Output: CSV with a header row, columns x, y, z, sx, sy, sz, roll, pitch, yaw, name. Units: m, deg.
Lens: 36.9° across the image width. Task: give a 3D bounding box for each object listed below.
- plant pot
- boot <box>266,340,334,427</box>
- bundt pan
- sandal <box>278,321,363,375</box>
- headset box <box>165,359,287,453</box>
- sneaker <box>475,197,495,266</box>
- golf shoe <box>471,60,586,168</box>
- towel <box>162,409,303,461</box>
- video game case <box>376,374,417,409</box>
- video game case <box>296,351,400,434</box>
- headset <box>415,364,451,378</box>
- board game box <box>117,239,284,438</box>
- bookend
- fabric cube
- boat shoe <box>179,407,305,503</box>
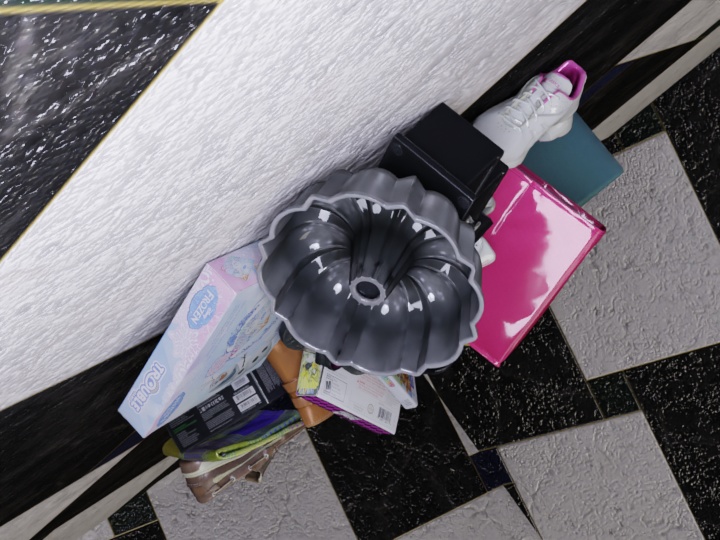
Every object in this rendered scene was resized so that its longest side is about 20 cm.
x,y,z,sx,sy,sz,roll,pitch,yaw,name
0.243,-0.117,1.554,0.199,0.142,0.141,-38,176,-28,plant pot
-0.087,0.109,1.263,0.076,0.157,0.200,-12,-178,23,boot
0.014,-0.006,0.928,0.202,0.201,0.076,-41,-162,41,bundt pan
-0.015,0.079,1.162,0.075,0.048,0.200,-43,149,11,sandal
-0.141,0.130,1.397,0.173,0.093,0.199,-32,178,34,headset box
0.096,-0.012,1.189,0.078,0.098,0.202,60,48,-73,sneaker
0.185,-0.178,1.204,0.199,0.075,0.092,-35,160,-43,golf shoe
-0.172,0.216,1.436,0.142,0.023,0.199,-21,-174,-30,towel
0.016,0.048,1.162,0.018,0.145,0.200,-15,148,15,video game case
-0.001,0.088,1.305,0.035,0.184,0.200,-1,161,30,video game case
0.115,0.089,1.470,0.199,0.094,0.125,-22,137,-37,headset
-0.120,0.049,1.042,0.201,0.043,0.199,-54,167,31,board game box
0.084,-0.080,1.047,0.200,0.092,0.199,-44,168,-41,bookend
0.166,-0.029,1.337,0.200,0.199,0.196,-55,171,11,fabric cube
-0.154,0.257,1.490,0.201,0.076,0.074,-23,-173,-32,boat shoe
